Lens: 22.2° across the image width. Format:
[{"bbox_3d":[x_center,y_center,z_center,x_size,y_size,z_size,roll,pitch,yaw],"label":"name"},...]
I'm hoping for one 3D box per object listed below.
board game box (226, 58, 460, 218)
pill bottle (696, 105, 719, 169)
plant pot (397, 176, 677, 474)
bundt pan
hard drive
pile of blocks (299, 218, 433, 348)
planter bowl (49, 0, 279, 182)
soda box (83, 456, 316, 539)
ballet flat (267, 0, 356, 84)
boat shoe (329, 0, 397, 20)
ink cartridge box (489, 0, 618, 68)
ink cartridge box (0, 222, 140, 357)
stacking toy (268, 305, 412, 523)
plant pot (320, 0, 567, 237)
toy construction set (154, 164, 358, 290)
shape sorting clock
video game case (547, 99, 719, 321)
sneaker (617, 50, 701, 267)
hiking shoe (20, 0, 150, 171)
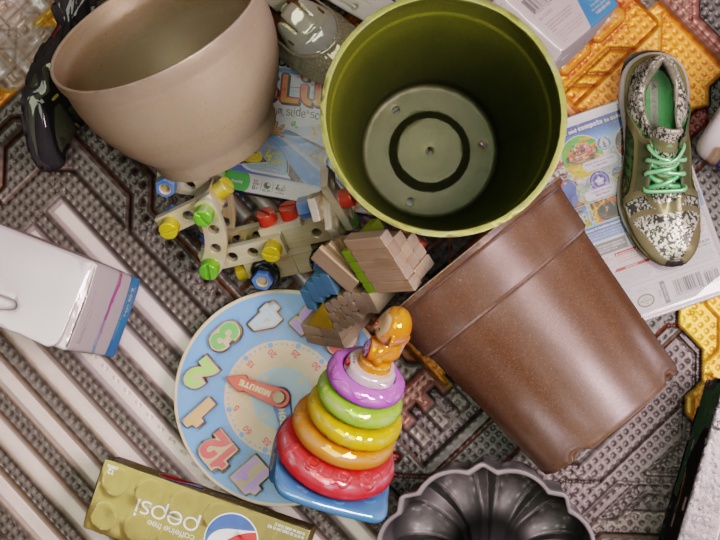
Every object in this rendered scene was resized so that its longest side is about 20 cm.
[{"bbox_3d":[-0.015,-0.122,1.702,0.200,0.034,0.136,10,87,5],"label":"board game box"},{"bbox_3d":[0.409,-0.100,1.629,0.200,0.116,0.116,34,89,5],"label":"pill bottle"},{"bbox_3d":[0.156,0.057,1.600,0.200,0.200,0.198,-38,88,1],"label":"plant pot"},{"bbox_3d":[0.113,0.252,1.629,0.202,0.076,0.202,2,106,5],"label":"bundt pan"},{"bbox_3d":[0.298,0.194,1.606,0.038,0.140,0.200,16,87,5],"label":"hard drive"},{"bbox_3d":[0.000,0.000,1.606,0.082,0.200,0.062,43,56,-3],"label":"pile of blocks"},{"bbox_3d":[-0.153,-0.164,1.619,0.200,0.200,0.135,-26,122,2],"label":"planter bowl"},{"bbox_3d":[-0.146,0.233,1.674,0.200,0.064,0.068,18,88,6],"label":"soda box"},{"bbox_3d":[-0.072,-0.235,1.675,0.200,0.062,0.067,40,91,23],"label":"ballet flat"},{"bbox_3d":[0.036,-0.219,1.689,0.200,0.071,0.070,39,95,9],"label":"boat shoe"},{"bbox_3d":[0.119,-0.265,1.657,0.200,0.115,0.068,44,135,6],"label":"ink cartridge box"},{"bbox_3d":[-0.290,0.013,1.631,0.144,0.200,0.085,21,88,5],"label":"ink cartridge box"},{"bbox_3d":[0.000,0.109,1.576,0.110,0.116,0.200,17,125,-7],"label":"stacking toy"},{"bbox_3d":[0.065,-0.118,1.577,0.200,0.193,0.201,0,85,-1],"label":"plant pot"},{"bbox_3d":[-0.081,-0.047,1.652,0.200,0.092,0.131,-4,125,29],"label":"toy construction set"},{"bbox_3d":[-0.072,0.117,1.689,0.200,0.039,0.200,0,87,4],"label":"shape sorting clock"},{"bbox_3d":[0.243,-0.053,1.687,0.143,0.018,0.200,-19,85,3],"label":"video game case"},{"bbox_3d":[0.265,-0.103,1.635,0.077,0.089,0.200,-7,86,4],"label":"sneaker"},{"bbox_3d":[-0.248,-0.184,1.703,0.101,0.076,0.200,14,87,8],"label":"hiking shoe"}]
